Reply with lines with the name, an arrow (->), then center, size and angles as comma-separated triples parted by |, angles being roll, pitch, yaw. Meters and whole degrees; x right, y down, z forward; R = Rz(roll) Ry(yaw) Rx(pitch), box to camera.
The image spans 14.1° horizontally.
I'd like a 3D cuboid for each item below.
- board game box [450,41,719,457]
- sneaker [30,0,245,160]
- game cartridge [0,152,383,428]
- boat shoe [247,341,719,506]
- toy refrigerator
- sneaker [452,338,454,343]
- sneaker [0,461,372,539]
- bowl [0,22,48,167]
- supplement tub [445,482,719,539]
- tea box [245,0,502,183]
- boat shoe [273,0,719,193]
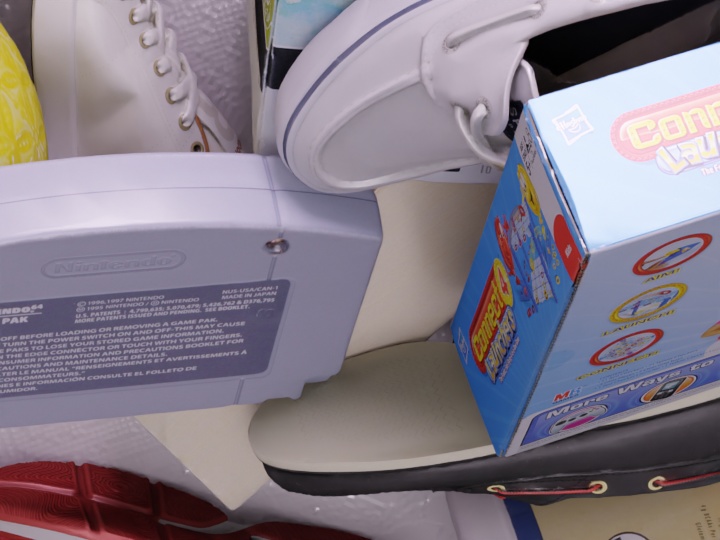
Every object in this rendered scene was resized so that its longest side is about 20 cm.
board game box -> 0.141, -0.020, 0.999 | 0.199, 0.196, 0.056 | -17, 70, -13
sneaker -> -0.085, -0.075, 1.131 | 0.084, 0.073, 0.201 | 2, 121, 1
game cartridge -> -0.097, 0.008, 1.051 | 0.199, 0.041, 0.133 | -5, 152, -15
boat shoe -> 0.059, 0.063, 1.120 | 0.201, 0.074, 0.063 | -9, 127, 2
toy refrigerator -> 0.000, 0.000, 1.169 | 0.200, 0.076, 0.070 | -42, 109, 8
sneaker -> 0.127, 0.002, 1.176 | 0.200, 0.077, 0.076 | -31, 135, 7
sneaker -> -0.078, 0.157, 1.214 | 0.199, 0.078, 0.116 | 16, 105, -11
bowl -> -0.197, -0.077, 1.086 | 0.200, 0.200, 0.108 | 28, 61, -16
supplement tub -> 0.147, 0.118, 1.192 | 0.199, 0.144, 0.145 | -18, 111, 0
tea box -> 0.065, -0.140, 1.037 | 0.199, 0.134, 0.197 | 1, 139, -7
boat shoe -> 0.054, -0.069, 0.965 | 0.200, 0.066, 0.074 | -30, 133, 28
